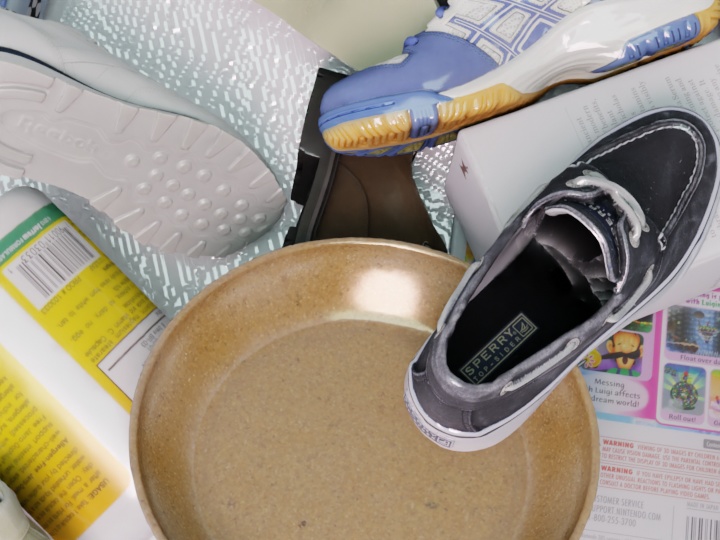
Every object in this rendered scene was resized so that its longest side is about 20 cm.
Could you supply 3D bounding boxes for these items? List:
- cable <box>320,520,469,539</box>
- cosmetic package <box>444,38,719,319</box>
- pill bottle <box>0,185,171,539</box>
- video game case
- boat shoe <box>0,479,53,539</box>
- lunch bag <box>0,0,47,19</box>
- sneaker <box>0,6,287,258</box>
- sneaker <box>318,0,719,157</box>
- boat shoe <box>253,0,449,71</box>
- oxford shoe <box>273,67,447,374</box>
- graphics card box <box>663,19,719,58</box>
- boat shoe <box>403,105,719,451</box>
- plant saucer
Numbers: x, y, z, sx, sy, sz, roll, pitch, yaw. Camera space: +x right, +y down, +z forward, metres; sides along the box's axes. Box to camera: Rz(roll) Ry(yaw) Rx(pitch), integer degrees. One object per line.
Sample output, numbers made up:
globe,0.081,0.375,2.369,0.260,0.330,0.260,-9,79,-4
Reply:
cable,0.010,0.208,0.760,0.199,0.069,0.201,35,88,-9
cosmetic package,0.151,-0.042,0.816,0.198,0.071,0.102,-19,73,-10
pill bottle,-0.126,0.067,0.810,0.200,0.113,0.113,45,87,-2
video game case,0.135,0.056,0.829,0.198,0.024,0.184,8,67,2
boat shoe,-0.196,0.107,0.782,0.072,0.199,0.062,-34,119,-33
lunch bag,-0.233,-0.176,0.856,0.159,0.076,0.202,13,86,4
sneaker,-0.118,-0.073,0.819,0.199,0.081,0.076,28,114,-37
sneaker,0.066,-0.118,0.800,0.199,0.075,0.089,-21,89,-9
boat shoe,-0.036,-0.169,0.859,0.201,0.063,0.074,40,107,4
oxford shoe,0.000,0.000,0.824,0.084,0.073,0.202,12,73,-3
graphics card box,0.114,-0.198,0.863,0.124,0.051,0.202,-4,84,1
boat shoe,0.094,-0.009,0.721,0.072,0.068,0.200,42,66,13
plant saucer,0.002,0.076,0.727,0.198,0.036,0.202,2,54,-2
